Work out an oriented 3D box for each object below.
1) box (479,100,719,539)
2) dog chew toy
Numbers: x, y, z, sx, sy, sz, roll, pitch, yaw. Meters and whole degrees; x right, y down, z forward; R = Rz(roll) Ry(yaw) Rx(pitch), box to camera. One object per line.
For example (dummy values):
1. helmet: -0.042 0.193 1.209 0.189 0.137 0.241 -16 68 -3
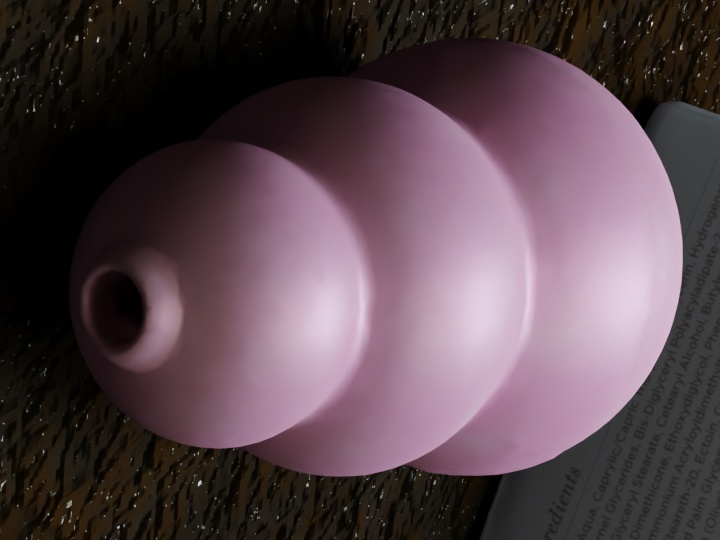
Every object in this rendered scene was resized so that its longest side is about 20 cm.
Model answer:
1. box: 0.178 0.069 1.103 0.199 0.171 0.201 26 87 -64
2. dog chew toy: 0.000 0.000 0.782 0.200 0.124 0.125 -7 116 -51
